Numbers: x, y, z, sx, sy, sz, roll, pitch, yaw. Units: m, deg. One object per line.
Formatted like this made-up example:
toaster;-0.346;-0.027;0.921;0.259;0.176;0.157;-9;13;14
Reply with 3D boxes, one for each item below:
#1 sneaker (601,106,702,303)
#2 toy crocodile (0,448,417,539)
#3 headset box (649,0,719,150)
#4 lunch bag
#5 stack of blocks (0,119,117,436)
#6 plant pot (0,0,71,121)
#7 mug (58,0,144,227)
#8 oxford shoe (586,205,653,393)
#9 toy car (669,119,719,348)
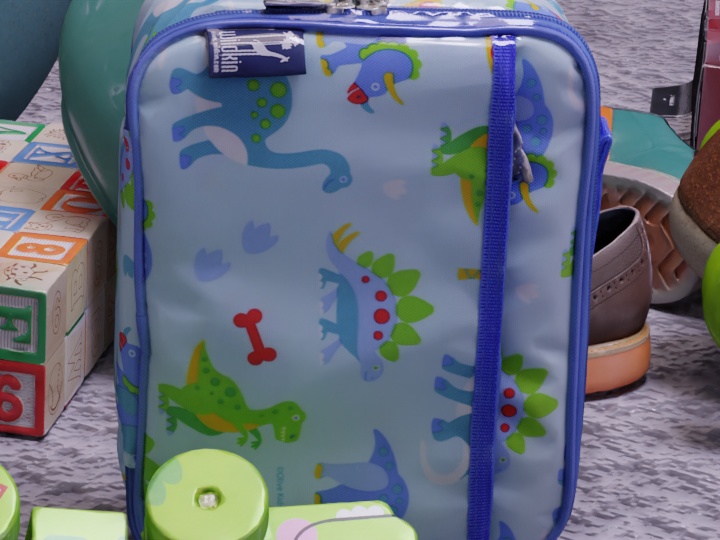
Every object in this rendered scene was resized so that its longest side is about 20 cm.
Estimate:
sneaker;0.090;-0.042;1.257;0.200;0.071;0.080;27;29;32
toy crocodile;-0.081;0.097;0.845;0.200;0.068;0.062;0;51;-10
headset box;0.240;-0.078;1.360;0.200;0.075;0.149;5;20;5
lunch bag;0.000;0.000;0.923;0.160;0.200;0.082;1;21;-7
stack of blocks;-0.152;-0.005;1.120;0.115;0.059;0.200;7;20;9
plant pot;-0.225;-0.104;1.244;0.200;0.200;0.135;4;57;1
mug;-0.039;-0.052;1.107;0.114;0.185;0.152;-29;3;18
oxford shoe;0.022;0.012;1.080;0.200;0.073;0.071;-8;24;-28
toy car;0.226;-0.058;1.079;0.158;0.200;0.164;25;22;-5
